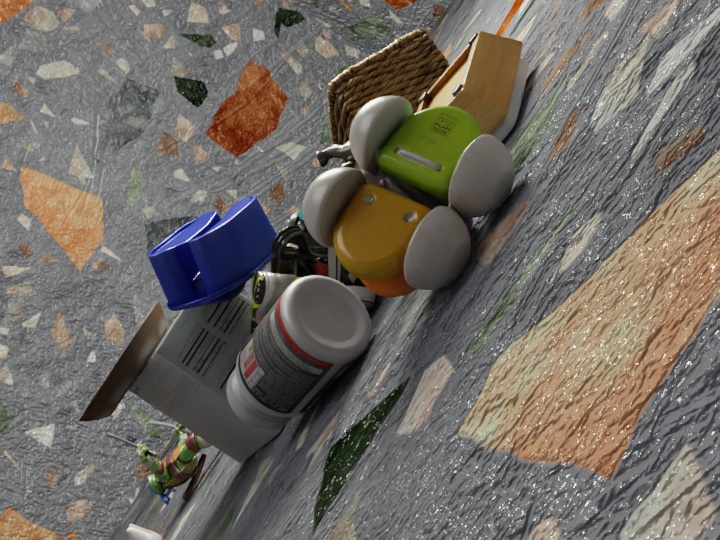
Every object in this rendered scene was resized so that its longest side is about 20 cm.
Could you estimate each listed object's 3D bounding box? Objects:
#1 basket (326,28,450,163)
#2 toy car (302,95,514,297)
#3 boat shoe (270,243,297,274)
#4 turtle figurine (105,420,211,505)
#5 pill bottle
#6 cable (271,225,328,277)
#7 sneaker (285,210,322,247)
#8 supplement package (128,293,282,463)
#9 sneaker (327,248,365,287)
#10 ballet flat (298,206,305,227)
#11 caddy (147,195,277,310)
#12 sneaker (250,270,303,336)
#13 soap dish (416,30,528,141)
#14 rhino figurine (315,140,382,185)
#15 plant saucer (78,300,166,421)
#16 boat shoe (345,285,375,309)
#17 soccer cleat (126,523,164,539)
[{"bbox_3d":[0.046,-0.230,1.660,0.200,0.149,0.143,-37,-4,-27],"label":"basket"},{"bbox_3d":[0.057,-0.064,1.143,0.200,0.175,0.150,-58,-29,-11],"label":"toy car"},{"bbox_3d":[-0.097,0.033,1.604,0.072,0.067,0.200,-41,-36,-22],"label":"boat shoe"},{"bbox_3d":[-0.337,0.298,2.044,0.194,0.144,0.200,-36,57,17],"label":"turtle figurine"},{"bbox_3d":[-0.080,0.104,1.363,0.200,0.116,0.116,-50,10,43],"label":"pill bottle"},{"bbox_3d":[-0.066,-0.009,1.459,0.097,0.050,0.200,-34,-15,-14],"label":"cable"},{"bbox_3d":[-0.049,-0.070,1.589,0.200,0.099,0.071,-63,-3,32],"label":"sneaker"},{"bbox_3d":[-0.192,0.143,1.622,0.147,0.200,0.191,-60,8,-30],"label":"supplement package"},{"bbox_3d":[0.000,0.000,1.490,0.200,0.079,0.079,92,-168,-65],"label":"sneaker"},{"bbox_3d":[-0.004,-0.076,1.486,0.200,0.072,0.068,-20,34,50],"label":"ballet flat"},{"bbox_3d":[-0.182,-0.014,1.483,0.141,0.105,0.200,-18,16,26],"label":"caddy"},{"bbox_3d":[-0.103,0.068,1.460,0.200,0.076,0.076,106,164,-63],"label":"sneaker"},{"bbox_3d":[0.126,-0.194,1.396,0.157,0.081,0.200,-46,14,35],"label":"soap dish"},{"bbox_3d":[0.022,-0.076,1.350,0.087,0.200,0.060,-27,-26,5],"label":"rhino figurine"},{"bbox_3d":[-0.328,0.136,1.612,0.201,0.037,0.200,-56,6,9],"label":"plant saucer"},{"bbox_3d":[-0.043,0.071,1.481,0.200,0.072,0.066,-27,58,52],"label":"boat shoe"},{"bbox_3d":[-0.388,0.497,1.832,0.200,0.085,0.069,-55,7,9],"label":"soccer cleat"}]
